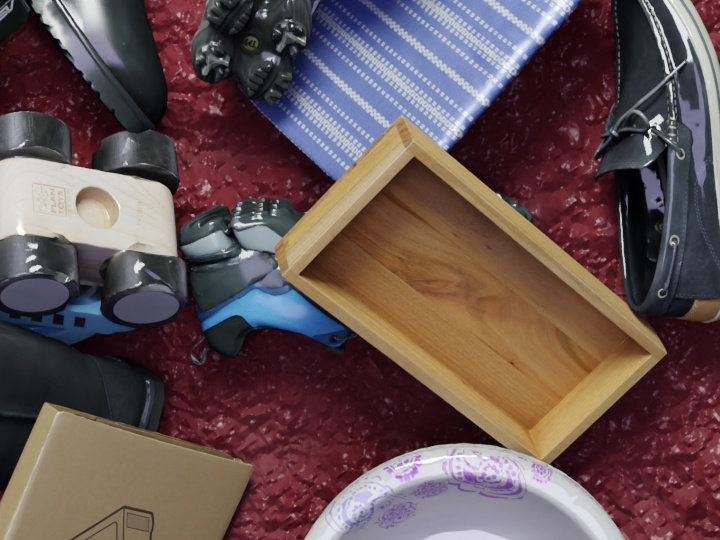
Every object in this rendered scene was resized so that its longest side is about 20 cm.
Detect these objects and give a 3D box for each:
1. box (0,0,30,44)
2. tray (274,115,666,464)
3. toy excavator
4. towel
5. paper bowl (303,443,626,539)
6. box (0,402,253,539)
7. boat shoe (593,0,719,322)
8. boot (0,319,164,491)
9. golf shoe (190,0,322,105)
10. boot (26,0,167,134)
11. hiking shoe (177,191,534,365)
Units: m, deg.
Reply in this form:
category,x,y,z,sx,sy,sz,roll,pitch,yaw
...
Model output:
category,x,y,z,sx,sy,sz,roll,pitch,yaw
box,-0.312,-0.139,1.011,0.200,0.048,0.193,-44,64,-10
tray,0.060,0.016,0.994,0.200,0.037,0.099,38,106,-26
toy excavator,-0.212,0.005,1.028,0.193,0.200,0.101,9,58,-31
towel,0.038,-0.137,1.023,0.200,0.024,0.145,-49,53,2
paper bowl,0.056,0.194,1.012,0.199,0.104,0.203,0,90,3
box,-0.151,0.180,1.001,0.021,0.163,0.201,25,90,37
boat shoe,0.161,-0.069,1.021,0.062,0.075,0.202,-8,88,-17
boot,-0.192,0.109,0.973,0.065,0.200,0.166,11,84,26
golf shoe,-0.029,-0.189,0.995,0.077,0.095,0.200,30,121,-17
boot,-0.120,-0.195,1.044,0.162,0.073,0.199,-35,90,-4
hiking shoe,0.000,0.000,1.041,0.198,0.074,0.088,-5,103,8
